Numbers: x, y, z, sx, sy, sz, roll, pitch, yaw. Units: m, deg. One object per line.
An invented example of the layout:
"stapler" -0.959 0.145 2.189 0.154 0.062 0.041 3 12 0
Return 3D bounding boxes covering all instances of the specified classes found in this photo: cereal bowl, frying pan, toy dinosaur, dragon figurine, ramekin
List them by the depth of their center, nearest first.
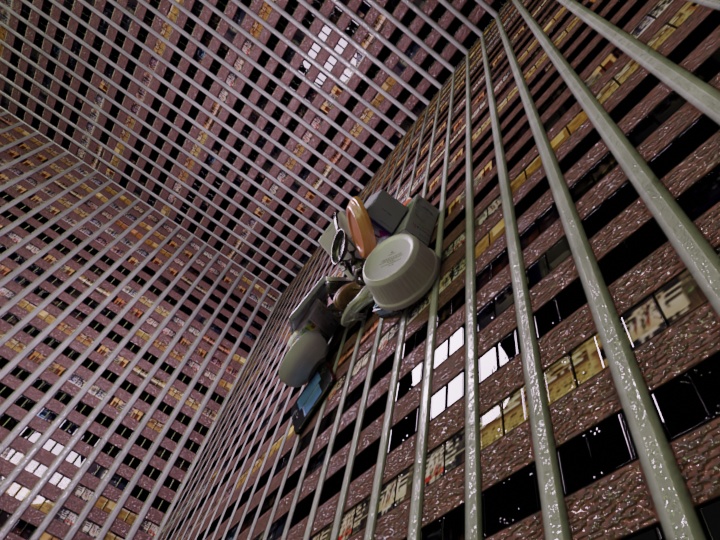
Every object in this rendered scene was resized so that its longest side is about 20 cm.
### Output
"ramekin" 0.095 -0.006 1.303 0.201 0.094 0.203 -29 32 21
"toy dinosaur" 0.000 0.000 1.614 0.200 0.076 0.103 -129 33 -49
"cereal bowl" -0.173 0.301 1.670 0.200 0.083 0.201 -46 -24 -28
"frying pan" -0.075 -0.098 1.679 0.191 0.031 0.116 -108 36 -51
"dragon figurine" -0.077 0.118 1.739 0.099 0.198 0.059 34 116 52

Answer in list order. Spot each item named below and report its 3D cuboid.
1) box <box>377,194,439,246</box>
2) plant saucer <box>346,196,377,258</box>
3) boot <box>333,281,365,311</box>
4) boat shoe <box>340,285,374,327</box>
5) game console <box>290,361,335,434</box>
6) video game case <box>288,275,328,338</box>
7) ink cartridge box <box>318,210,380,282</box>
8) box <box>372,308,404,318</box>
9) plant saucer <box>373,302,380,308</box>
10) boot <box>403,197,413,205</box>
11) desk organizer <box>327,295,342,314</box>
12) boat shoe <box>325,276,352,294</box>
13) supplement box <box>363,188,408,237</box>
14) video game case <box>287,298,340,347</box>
"box" 0.135 -0.106 1.583 0.200 0.096 0.177 -44 17 44
"plant saucer" 0.000 -0.120 1.525 0.037 0.202 0.200 -19 7 -9
"boot" -0.004 0.062 1.633 0.199 0.074 0.075 -32 5 -37
"boat shoe" 0.013 0.108 1.572 0.202 0.065 0.074 -50 -18 18
"game console" -0.147 0.384 1.559 0.201 0.031 0.177 -57 11 0
"video game case" -0.174 0.137 1.748 0.200 0.022 0.183 -52 -18 -30
"ink cartridge box" -0.011 -0.086 1.770 0.146 0.200 0.146 -50 -20 25
"box" 0.117 0.033 1.416 0.201 0.038 0.136 -60 12 -21
"plant saucer" 0.093 0.020 1.409 0.070 0.019 0.201 -38 22 56
"boot" 0.171 -0.211 1.802 0.107 0.075 0.200 -49 11 9
"desk organizer" -0.091 0.135 1.922 0.077 0.072 0.200 -59 11 -29
"boat shoe" -0.048 0.055 1.762 0.071 0.200 0.061 0 87 38
"supplement box" 0.060 -0.175 1.601 0.104 0.101 0.200 -56 10 -6
"video game case" -0.156 0.214 1.766 0.183 0.023 0.200 -58 -31 -13
